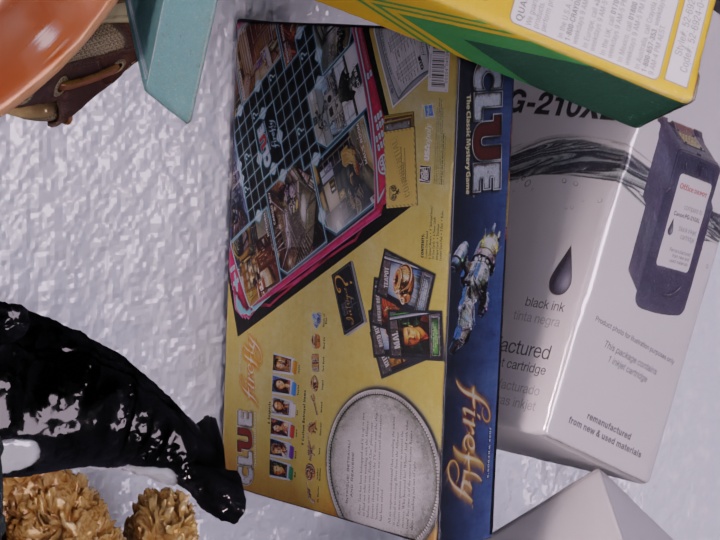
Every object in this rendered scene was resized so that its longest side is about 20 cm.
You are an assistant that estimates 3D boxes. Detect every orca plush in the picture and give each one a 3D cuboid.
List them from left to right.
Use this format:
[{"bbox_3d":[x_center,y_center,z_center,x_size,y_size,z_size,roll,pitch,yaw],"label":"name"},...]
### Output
[{"bbox_3d":[-0.128,0.045,0.730,0.199,0.071,0.106,24,53,-14],"label":"orca plush"}]

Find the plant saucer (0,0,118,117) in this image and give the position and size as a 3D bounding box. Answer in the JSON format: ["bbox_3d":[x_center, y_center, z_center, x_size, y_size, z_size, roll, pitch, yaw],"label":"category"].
[{"bbox_3d":[-0.134,-0.123,0.578,0.199,0.032,0.202,-29,137,-31],"label":"plant saucer"}]

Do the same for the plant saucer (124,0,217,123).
[{"bbox_3d":[-0.072,-0.131,0.721,0.019,0.201,0.070,6,122,-16],"label":"plant saucer"}]

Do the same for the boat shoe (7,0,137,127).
[{"bbox_3d":[-0.118,-0.091,0.755,0.072,0.072,0.200,-51,175,24],"label":"boat shoe"}]

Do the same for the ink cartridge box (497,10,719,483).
[{"bbox_3d":[0.081,-0.023,0.918,0.084,0.144,0.202,27,77,-43],"label":"ink cartridge box"}]

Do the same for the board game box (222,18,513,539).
[{"bbox_3d":[0.000,0.000,0.850,0.034,0.135,0.202,-4,100,-44],"label":"board game box"}]

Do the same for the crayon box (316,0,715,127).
[{"bbox_3d":[0.041,-0.149,0.762,0.198,0.052,0.127,20,77,-15],"label":"crayon box"}]

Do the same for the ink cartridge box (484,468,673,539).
[{"bbox_3d":[0.072,0.219,0.885,0.199,0.147,0.147,-33,132,17],"label":"ink cartridge box"}]

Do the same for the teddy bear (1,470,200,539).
[{"bbox_3d":[-0.114,0.144,0.808,0.144,0.066,0.202,-30,116,-35],"label":"teddy bear"}]

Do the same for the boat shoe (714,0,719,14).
[{"bbox_3d":[0.142,-0.150,1.015,0.060,0.073,0.202,-33,126,-41],"label":"boat shoe"}]

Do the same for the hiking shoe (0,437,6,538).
[{"bbox_3d":[-0.165,0.045,0.661,0.074,0.086,0.202,6,77,-44],"label":"hiking shoe"}]
